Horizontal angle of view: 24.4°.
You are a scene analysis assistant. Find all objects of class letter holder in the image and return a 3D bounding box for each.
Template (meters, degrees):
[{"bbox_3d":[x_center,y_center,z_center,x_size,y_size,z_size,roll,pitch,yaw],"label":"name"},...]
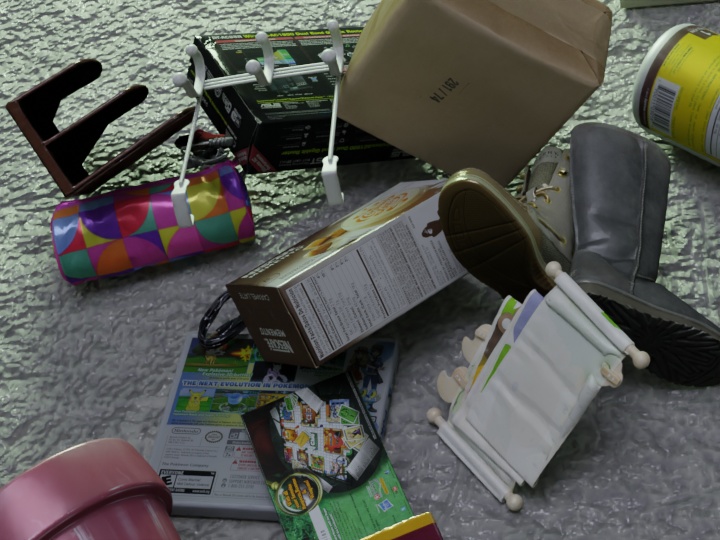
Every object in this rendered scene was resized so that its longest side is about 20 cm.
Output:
[{"bbox_3d":[-0.237,-0.150,1.580,0.142,0.101,0.200,-33,5,-1],"label":"letter holder"}]

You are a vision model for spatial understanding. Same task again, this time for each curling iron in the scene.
[{"bbox_3d":[-0.156,-0.120,1.580,0.049,0.026,0.200,-15,12,-11],"label":"curling iron"}]

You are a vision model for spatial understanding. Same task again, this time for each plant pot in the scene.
[{"bbox_3d":[-0.200,0.260,1.267,0.200,0.200,0.179,-36,67,-16],"label":"plant pot"}]

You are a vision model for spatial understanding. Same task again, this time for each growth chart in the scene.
[{"bbox_3d":[0.134,0.091,1.346,0.018,0.200,0.145,5,40,-44],"label":"growth chart"}]

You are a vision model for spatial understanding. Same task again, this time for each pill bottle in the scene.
[{"bbox_3d":[0.353,-0.141,1.506,0.200,0.109,0.109,31,64,33],"label":"pill bottle"}]

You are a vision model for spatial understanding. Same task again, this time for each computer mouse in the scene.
[{"bbox_3d":[-0.064,0.017,1.522,0.200,0.034,0.059,-31,57,-17],"label":"computer mouse"}]

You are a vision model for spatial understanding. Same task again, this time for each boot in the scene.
[{"bbox_3d":[0.144,-0.054,1.436,0.072,0.200,0.155,-17,41,36],"label":"boot"},{"bbox_3d":[0.246,-0.016,1.417,0.182,0.073,0.200,30,42,-18],"label":"boot"}]

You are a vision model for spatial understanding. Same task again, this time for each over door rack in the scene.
[{"bbox_3d":[-0.088,-0.139,1.450,0.147,0.067,0.200,-8,49,9],"label":"over door rack"}]

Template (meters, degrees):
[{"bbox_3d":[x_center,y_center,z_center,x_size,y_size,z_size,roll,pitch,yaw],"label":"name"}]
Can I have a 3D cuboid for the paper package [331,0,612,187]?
[{"bbox_3d":[0.099,-0.187,1.491,0.190,0.200,0.104,27,54,-10],"label":"paper package"}]

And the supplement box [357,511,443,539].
[{"bbox_3d":[0.056,0.295,1.213,0.085,0.111,0.200,-22,49,-4],"label":"supplement box"}]

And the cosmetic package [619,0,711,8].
[{"bbox_3d":[0.360,-0.332,1.690,0.199,0.073,0.104,-3,50,10],"label":"cosmetic package"}]

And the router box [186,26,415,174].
[{"bbox_3d":[-0.049,-0.167,1.604,0.199,0.062,0.150,-7,43,-29],"label":"router box"}]

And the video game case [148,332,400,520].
[{"bbox_3d":[-0.077,0.133,1.441,0.199,0.022,0.183,1,51,16],"label":"video game case"}]

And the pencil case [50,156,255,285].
[{"bbox_3d":[-0.195,-0.049,1.582,0.199,0.089,0.089,-17,49,0],"label":"pencil case"}]

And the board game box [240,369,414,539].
[{"bbox_3d":[-0.022,0.177,1.360,0.104,0.023,0.200,-20,49,-5],"label":"board game box"}]

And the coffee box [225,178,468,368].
[{"bbox_3d":[0.000,0.000,1.448,0.200,0.080,0.114,-31,13,-23],"label":"coffee box"}]
